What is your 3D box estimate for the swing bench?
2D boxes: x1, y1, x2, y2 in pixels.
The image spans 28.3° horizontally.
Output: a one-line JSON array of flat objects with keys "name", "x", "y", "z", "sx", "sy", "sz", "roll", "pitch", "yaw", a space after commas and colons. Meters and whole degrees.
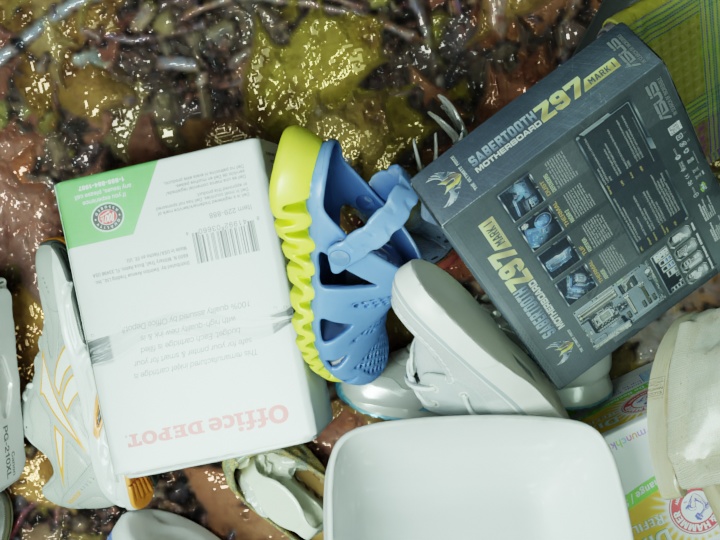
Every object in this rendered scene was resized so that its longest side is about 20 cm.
[{"name": "swing bench", "x": 0.298, "y": 0.110, "z": 0.853, "sx": 0.198, "sy": 0.130, "sz": 0.201, "roll": -23, "pitch": 112, "yaw": 48}]

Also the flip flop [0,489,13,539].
[{"name": "flip flop", "x": -0.314, "y": 0.247, "z": 1.057, "sx": 0.080, "sy": 0.058, "sz": 0.202, "roll": 23, "pitch": 86, "yaw": 1}]

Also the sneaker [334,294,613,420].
[{"name": "sneaker", "x": 0.078, "y": 0.059, "z": 1.004, "sx": 0.197, "sy": 0.077, "sz": 0.082, "roll": -7, "pitch": 102, "yaw": -7}]

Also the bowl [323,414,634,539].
[{"name": "bowl", "x": 0.069, "y": 0.196, "z": 0.877, "sx": 0.197, "sy": 0.075, "sz": 0.203, "roll": 0, "pitch": 70, "yaw": -16}]

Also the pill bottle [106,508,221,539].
[{"name": "pill bottle", "x": -0.169, "y": 0.285, "z": 1.029, "sx": 0.113, "sy": 0.114, "sz": 0.201, "roll": 29, "pitch": 100, "yaw": -5}]

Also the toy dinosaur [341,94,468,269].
[{"name": "toy dinosaur", "x": 0.066, "y": -0.043, "z": 0.957, "sx": 0.179, "sy": 0.106, "sz": 0.201, "roll": 3, "pitch": 136, "yaw": 22}]

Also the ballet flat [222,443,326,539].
[{"name": "ballet flat", "x": -0.021, "y": 0.185, "z": 1.032, "sx": 0.200, "sy": 0.071, "sz": 0.071, "roll": 40, "pitch": 99, "yaw": -7}]

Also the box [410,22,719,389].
[{"name": "box", "x": 0.140, "y": -0.032, "z": 0.879, "sx": 0.157, "sy": 0.051, "sz": 0.200, "roll": -37, "pitch": 136, "yaw": 4}]

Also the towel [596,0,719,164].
[{"name": "towel", "x": 0.233, "y": -0.141, "z": 0.923, "sx": 0.199, "sy": 0.023, "sz": 0.145, "roll": -33, "pitch": 131, "yaw": -18}]

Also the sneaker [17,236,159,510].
[{"name": "sneaker", "x": -0.212, "y": 0.079, "z": 1.013, "sx": 0.091, "sy": 0.076, "sz": 0.203, "roll": -11, "pitch": 96, "yaw": 15}]

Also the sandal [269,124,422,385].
[{"name": "sandal", "x": 0.000, "y": 0.000, "z": 0.898, "sx": 0.086, "sy": 0.080, "sz": 0.201, "roll": 4, "pitch": 138, "yaw": 14}]

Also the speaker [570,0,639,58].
[{"name": "speaker", "x": 0.173, "y": -0.119, "z": 0.963, "sx": 0.081, "sy": 0.081, "sz": 0.201, "roll": 28, "pitch": 101, "yaw": -5}]

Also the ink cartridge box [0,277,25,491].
[{"name": "ink cartridge box", "x": -0.343, "y": 0.082, "z": 0.985, "sx": 0.197, "sy": 0.084, "sz": 0.147, "roll": 1, "pitch": 102, "yaw": 15}]

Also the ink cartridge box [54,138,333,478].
[{"name": "ink cartridge box", "x": -0.110, "y": 0.025, "z": 0.970, "sx": 0.144, "sy": 0.084, "sz": 0.203, "roll": -11, "pitch": 90, "yaw": 8}]

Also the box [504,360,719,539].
[{"name": "box", "x": 0.158, "y": 0.156, "z": 1.001, "sx": 0.198, "sy": 0.113, "sz": 0.102, "roll": -25, "pitch": 99, "yaw": 4}]

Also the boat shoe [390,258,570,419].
[{"name": "boat shoe", "x": 0.065, "y": 0.065, "z": 0.908, "sx": 0.068, "sy": 0.072, "sz": 0.200, "roll": -35, "pitch": 140, "yaw": 12}]
